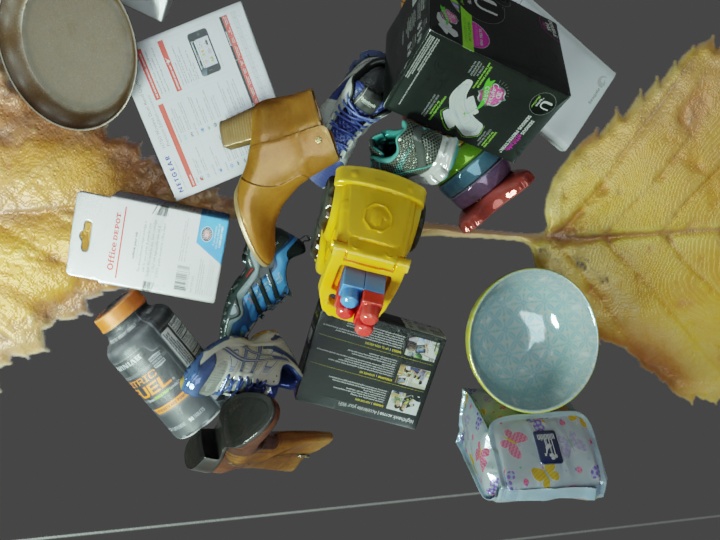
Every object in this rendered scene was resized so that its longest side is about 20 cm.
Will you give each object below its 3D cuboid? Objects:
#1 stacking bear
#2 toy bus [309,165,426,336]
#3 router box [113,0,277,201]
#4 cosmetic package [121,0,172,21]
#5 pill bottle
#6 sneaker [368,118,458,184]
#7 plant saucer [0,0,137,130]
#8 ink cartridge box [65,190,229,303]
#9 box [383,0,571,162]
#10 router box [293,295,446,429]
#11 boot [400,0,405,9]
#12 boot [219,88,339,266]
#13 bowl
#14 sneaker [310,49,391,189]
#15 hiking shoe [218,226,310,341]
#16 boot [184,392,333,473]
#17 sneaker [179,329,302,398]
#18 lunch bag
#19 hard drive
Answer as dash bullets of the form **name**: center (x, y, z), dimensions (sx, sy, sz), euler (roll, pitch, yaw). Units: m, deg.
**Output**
- **stacking bear**: center (0.130, -0.172, 0.976), dimensions (0.120, 0.114, 0.202), euler (-36, 95, 8)
- **toy bus**: center (0.000, 0.000, 0.913), dimensions (0.132, 0.201, 0.197), euler (12, 58, -8)
- **router box**: center (-0.201, -0.222, 0.938), dimensions (0.175, 0.049, 0.205), euler (-21, 105, -4)
- **cosmetic package**: center (-0.277, -0.430, 0.847), dimensions (0.147, 0.052, 0.203), euler (20, 119, -15)
- **pill bottle**: center (-0.273, 0.122, 0.971), dimensions (0.105, 0.106, 0.202), euler (-37, 105, 0)
- **sneaker**: center (0.042, -0.147, 0.927), dimensions (0.090, 0.199, 0.079), euler (27, 66, -23)
- **plant saucer**: center (-0.358, -0.279, 0.877), dimensions (0.194, 0.032, 0.206), euler (6, 114, 13)
- **ink cartridge box**: center (-0.282, -0.037, 0.955), dimensions (0.194, 0.067, 0.119), euler (12, 100, -12)
- **box**: center (0.141, -0.259, 0.884), dimensions (0.195, 0.152, 0.125), euler (19, 141, -18)
- **router box**: center (0.012, 0.137, 1.050), dimensions (0.195, 0.051, 0.153), euler (17, 101, -13)
- **boot**: center (0.148, -0.383, 0.948), dimensions (0.194, 0.077, 0.160), euler (2, 100, -8)
- **boot**: center (-0.092, -0.118, 0.907), dimensions (0.140, 0.071, 0.207), euler (-13, 97, 8)
- **bowl**: center (0.237, 0.100, 1.044), dimensions (0.194, 0.108, 0.207), euler (0, 88, -9)
- **sneaker**: center (-0.016, -0.208, 0.939), dimensions (0.080, 0.115, 0.202), euler (33, 95, -14)
- **hiking shoe**: center (-0.140, 0.036, 0.991), dimensions (0.085, 0.074, 0.205), euler (19, 98, -12)
- **boot**: center (-0.112, 0.234, 0.971), dimensions (0.197, 0.070, 0.188), euler (17, 129, -42)
- **sneaker**: center (-0.149, 0.138, 0.948), dimensions (0.088, 0.198, 0.076), euler (46, 119, 19)
- **lunch bag**: center (0.247, 0.257, 1.035), dimensions (0.164, 0.201, 0.131), euler (1, 111, -8)
- **hard drive**: center (0.256, -0.286, 1.014), dimensions (0.198, 0.027, 0.134), euler (33, 95, -15)
